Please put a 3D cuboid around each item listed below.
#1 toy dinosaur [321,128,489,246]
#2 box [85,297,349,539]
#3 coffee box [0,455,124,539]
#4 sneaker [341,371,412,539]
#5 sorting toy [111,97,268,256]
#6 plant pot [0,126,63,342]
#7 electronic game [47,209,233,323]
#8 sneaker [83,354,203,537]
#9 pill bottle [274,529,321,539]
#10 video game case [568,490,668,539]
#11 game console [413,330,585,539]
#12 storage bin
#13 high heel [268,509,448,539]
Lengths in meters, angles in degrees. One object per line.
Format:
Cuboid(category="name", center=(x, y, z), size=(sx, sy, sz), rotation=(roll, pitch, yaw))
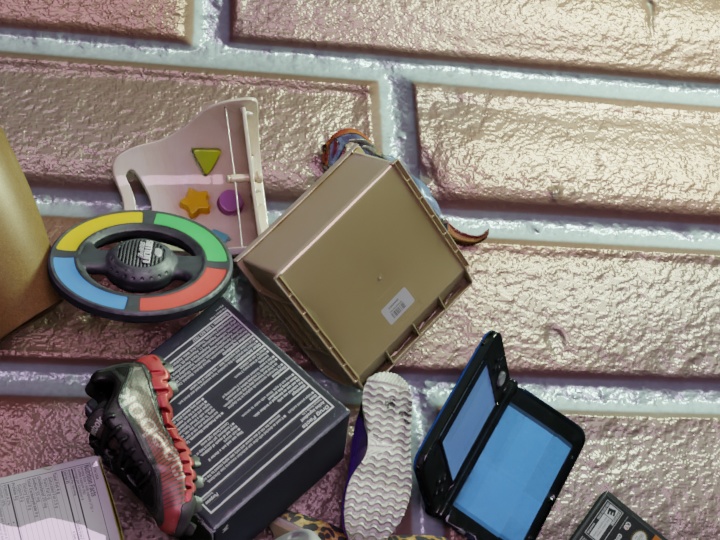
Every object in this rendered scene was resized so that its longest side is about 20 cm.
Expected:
Cuboid(category="toy dinosaur", center=(0.034, -0.099, 1.765), size=(0.200, 0.105, 0.182), rotation=(13, 42, -49))
Cuboid(category="box", center=(-0.151, 0.175, 1.518), size=(0.198, 0.123, 0.200), rotation=(41, 63, 21))
Cuboid(category="coffee box", center=(-0.328, 0.323, 1.385), size=(0.197, 0.200, 0.200), rotation=(-12, 68, -19))
Cuboid(category="sneaker", center=(0.019, 0.222, 1.573), size=(0.069, 0.100, 0.200), rotation=(12, 60, -2))
Cuboid(category="sorting toy", center=(-0.199, -0.087, 1.673), size=(0.180, 0.107, 0.200), rotation=(-5, 68, -8))
Cuboid(category="plant pot", center=(-0.418, -0.026, 1.556), size=(0.186, 0.186, 0.200), rotation=(-36, 93, -25))
Cuboid(category="electronic game", center=(-0.238, -0.007, 1.542), size=(0.200, 0.042, 0.200), rotation=(5, 34, -4))
Cuboid(category="sneaker", center=(-0.216, 0.171, 1.380), size=(0.098, 0.071, 0.201), rotation=(2, 51, -33))
Cuboid(category="pill bottle", center=(-0.034, 0.374, 1.458), size=(0.111, 0.111, 0.200), rotation=(-44, 106, -27))
Cuboid(category="video game case", center=(0.296, 0.382, 1.612), size=(0.181, 0.026, 0.200), rotation=(39, 62, 6))
Cuboid(category="game console", center=(0.163, 0.201, 1.616), size=(0.118, 0.171, 0.200), rotation=(18, 59, 25))
Cuboid(category="storage bin", center=(0.000, 0.000, 1.614), size=(0.200, 0.094, 0.199), rotation=(-45, 120, -16))
Cuboid(category="high heel", center=(0.001, 0.299, 1.571), size=(0.200, 0.071, 0.143), rotation=(34, 39, 17))
